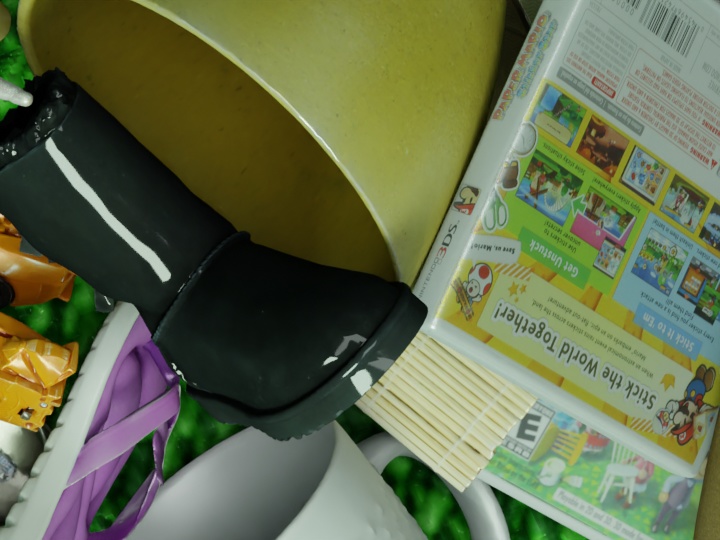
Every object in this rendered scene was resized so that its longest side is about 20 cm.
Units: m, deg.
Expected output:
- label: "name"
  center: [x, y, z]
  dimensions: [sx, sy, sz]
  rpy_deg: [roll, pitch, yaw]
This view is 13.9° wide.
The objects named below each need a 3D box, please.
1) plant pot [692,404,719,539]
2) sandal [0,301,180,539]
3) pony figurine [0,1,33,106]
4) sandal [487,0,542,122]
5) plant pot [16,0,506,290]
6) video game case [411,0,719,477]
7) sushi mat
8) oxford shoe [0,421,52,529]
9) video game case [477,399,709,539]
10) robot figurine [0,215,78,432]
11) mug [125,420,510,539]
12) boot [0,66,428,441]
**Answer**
- label: "plant pot"
  center: [0.223, 0.109, 1.282]
  dimensions: [0.186, 0.186, 0.200]
  rpy_deg: [-8, 104, -9]
- label: "sandal"
  center: [-0.109, 0.091, 1.283]
  dimensions: [0.050, 0.082, 0.203]
  rpy_deg: [21, 66, 13]
- label: "pony figurine"
  center: [-0.221, -0.122, 1.200]
  dimensions: [0.193, 0.200, 0.167]
  rpy_deg: [31, 91, -12]
- label: "sandal"
  center: [0.062, -0.033, 1.334]
  dimensions: [0.080, 0.054, 0.200]
  rpy_deg: [10, 91, -21]
- label: "plant pot"
  center: [-0.021, -0.094, 1.227]
  dimensions: [0.200, 0.200, 0.142]
  rpy_deg: [45, 67, -11]
- label: "video game case"
  center: [0.118, -0.026, 1.248]
  dimensions: [0.200, 0.023, 0.182]
  rpy_deg: [30, 82, -46]
- label: "sushi mat"
  center: [0.000, 0.000, 1.298]
  dimensions: [0.200, 0.012, 0.096]
  rpy_deg: [39, 96, 16]
- label: "oxford shoe"
  center: [-0.207, 0.046, 1.295]
  dimensions: [0.200, 0.058, 0.075]
  rpy_deg: [40, 91, -10]
- label: "video game case"
  center: [0.166, 0.053, 1.352]
  dimensions: [0.200, 0.022, 0.182]
  rpy_deg: [30, 91, -26]
- label: "robot figurine"
  center: [-0.212, -0.014, 1.259]
  dimensions: [0.200, 0.058, 0.145]
  rpy_deg: [23, 48, -19]
- label: "mug"
  center: [-0.004, 0.158, 1.310]
  dimensions: [0.175, 0.148, 0.200]
  rpy_deg: [53, 56, -19]
- label: "boot"
  center: [-0.074, -0.012, 1.185]
  dimensions: [0.162, 0.198, 0.073]
  rpy_deg: [46, 72, -14]
